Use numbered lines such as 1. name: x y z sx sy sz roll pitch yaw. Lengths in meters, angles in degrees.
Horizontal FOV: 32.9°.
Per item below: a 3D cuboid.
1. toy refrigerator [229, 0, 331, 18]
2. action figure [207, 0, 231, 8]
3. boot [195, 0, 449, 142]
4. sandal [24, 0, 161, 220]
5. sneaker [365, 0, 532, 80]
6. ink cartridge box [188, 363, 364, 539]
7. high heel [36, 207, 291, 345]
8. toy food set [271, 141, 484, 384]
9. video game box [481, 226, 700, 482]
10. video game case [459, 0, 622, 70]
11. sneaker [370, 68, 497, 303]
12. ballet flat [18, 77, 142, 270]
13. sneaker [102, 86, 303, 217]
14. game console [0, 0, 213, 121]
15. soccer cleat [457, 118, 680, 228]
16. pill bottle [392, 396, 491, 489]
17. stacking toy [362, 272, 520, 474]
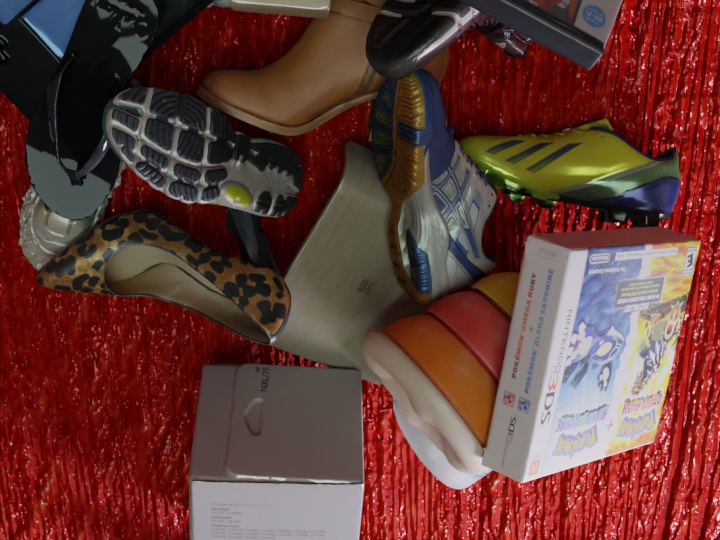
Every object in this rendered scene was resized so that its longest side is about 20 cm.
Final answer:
1. toy refrigerator: -0.053 -0.293 0.899 0.075 0.070 0.202 3 96 -4
2. action figure: -0.145 -0.242 0.952 0.198 0.055 0.119 3 117 -5
3. boot: -0.026 -0.189 0.972 0.198 0.074 0.156 4 114 -15
4. sandal: -0.210 -0.127 0.929 0.076 0.043 0.201 17 116 -9
5. sneaker: 0.091 -0.190 0.934 0.200 0.075 0.116 -51 136 -20
6. ink cartridge box: -0.075 0.205 1.081 0.145 0.147 0.201 2 126 -3
7. high heel: -0.160 0.019 0.997 0.198 0.143 0.072 -13 140 -10
8. toy food set: 0.000 0.000 1.069 0.143 0.061 0.201 23 113 -24
9. video game box: 0.186 0.061 0.963 0.199 0.047 0.184 -5 112 -47
10. video game case: 0.111 -0.263 0.886 0.199 0.182 0.026 27 153 -5
11. sneaker: 0.064 -0.075 0.982 0.088 0.075 0.201 -18 123 -19
12. ballet flat: -0.238 -0.074 1.016 0.071 0.072 0.201 24 112 -12
13. sneaker: -0.132 -0.085 0.965 0.199 0.079 0.078 25 78 -51
14. game console: -0.226 -0.223 0.915 0.199 0.031 0.177 -35 108 17
15. soccer cleat: 0.175 -0.093 1.035 0.198 0.065 0.084 13 90 -5
16. pill bottle: 0.134 0.097 1.081 0.199 0.111 0.111 -37 110 13
17. stacking toy: 0.114 0.053 0.988 0.200 0.146 0.146 -40 111 -9
